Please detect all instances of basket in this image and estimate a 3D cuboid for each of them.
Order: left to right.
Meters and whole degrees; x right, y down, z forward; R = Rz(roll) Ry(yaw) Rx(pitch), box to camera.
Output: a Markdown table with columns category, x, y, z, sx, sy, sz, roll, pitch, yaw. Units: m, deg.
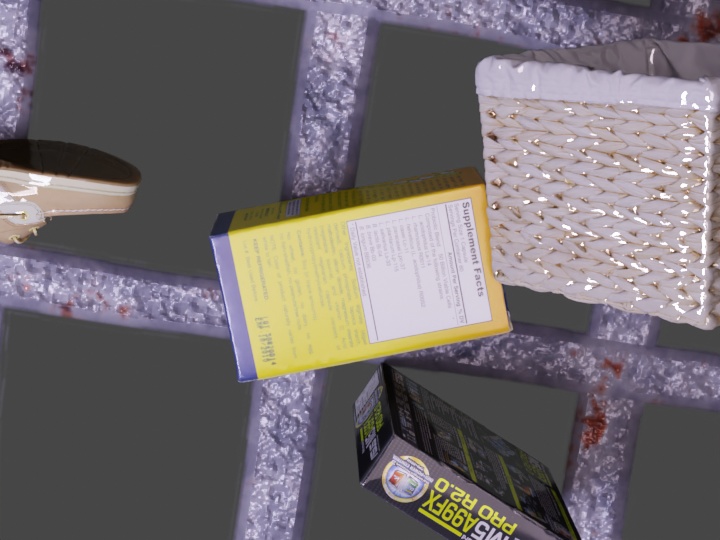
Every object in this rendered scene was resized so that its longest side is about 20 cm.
| category | x | y | z | sx | sy | sz | roll | pitch | yaw |
| --- | --- | --- | --- | --- | --- | --- | --- | --- | --- |
| basket | 0.207 | -0.069 | 1.120 | 0.197 | 0.199 | 0.162 | -13 | 109 | -43 |

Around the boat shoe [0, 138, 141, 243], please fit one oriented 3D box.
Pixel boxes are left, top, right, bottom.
| category | x | y | z | sx | sy | sz | roll | pitch | yaw |
| --- | --- | --- | --- | --- | --- | --- | --- | --- | --- |
| boat shoe | -0.259 | -0.056 | 1.208 | 0.198 | 0.074 | 0.067 | 5 | 113 | -1 |

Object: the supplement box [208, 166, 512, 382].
| category | x | y | z | sx | sy | sz | roll | pitch | yaw |
| --- | --- | --- | --- | --- | --- | --- | --- | --- | --- |
| supplement box | 0.000 | 0.000 | 1.201 | 0.198 | 0.110 | 0.110 | -10 | 101 | 1 |

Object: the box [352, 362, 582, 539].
| category | x | y | z | sx | sy | sz | roll | pitch | yaw |
| --- | --- | --- | --- | --- | --- | --- | --- | --- | --- |
| box | 0.073 | 0.147 | 1.183 | 0.160 | 0.200 | 0.044 | 33 | 98 | -8 |
